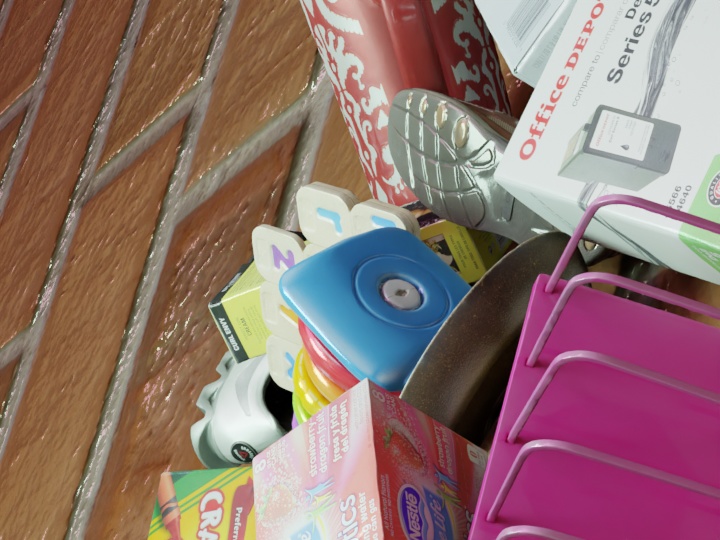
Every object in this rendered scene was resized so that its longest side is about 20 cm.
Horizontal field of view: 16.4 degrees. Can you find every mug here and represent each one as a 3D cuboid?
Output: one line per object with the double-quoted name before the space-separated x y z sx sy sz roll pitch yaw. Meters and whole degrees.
"mug" 0.025 -0.144 1.713 0.133 0.202 0.177 -16 3 28

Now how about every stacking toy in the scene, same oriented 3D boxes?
"stacking toy" -0.005 0.083 1.526 0.110 0.116 0.201 45 135 24

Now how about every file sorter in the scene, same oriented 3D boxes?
"file sorter" 0.144 0.083 1.257 0.126 0.138 0.201 109 178 -61

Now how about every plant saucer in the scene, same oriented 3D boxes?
"plant saucer" 0.080 0.071 1.470 0.200 0.032 0.201 -43 -27 -28

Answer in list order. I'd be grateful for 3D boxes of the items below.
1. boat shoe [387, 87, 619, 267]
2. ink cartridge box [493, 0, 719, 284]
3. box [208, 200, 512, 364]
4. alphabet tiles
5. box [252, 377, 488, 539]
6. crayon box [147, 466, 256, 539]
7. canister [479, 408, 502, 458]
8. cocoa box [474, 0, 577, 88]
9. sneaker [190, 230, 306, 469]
"boat shoe" 0.098 -0.059 1.587 0.200 0.072 0.076 35 120 35
"ink cartridge box" 0.190 -0.078 1.400 0.199 0.084 0.146 20 81 48
"box" 0.000 0.000 1.680 0.199 0.050 0.075 -21 15 24
"alphabet tiles" 0.007 0.044 1.604 0.195 0.201 0.015 18 34 42
"box" 0.011 0.173 1.314 0.094 0.102 0.201 -36 40 28
"crayon box" -0.059 0.194 1.639 0.199 0.051 0.128 -8 62 39
"canister" 0.087 0.171 1.399 0.201 0.086 0.148 -60 22 -1
"cocoa box" 0.164 -0.182 1.597 0.134 0.131 0.200 -54 23 17
"sneaker" -0.048 0.053 1.789 0.088 0.074 0.201 -14 46 38
